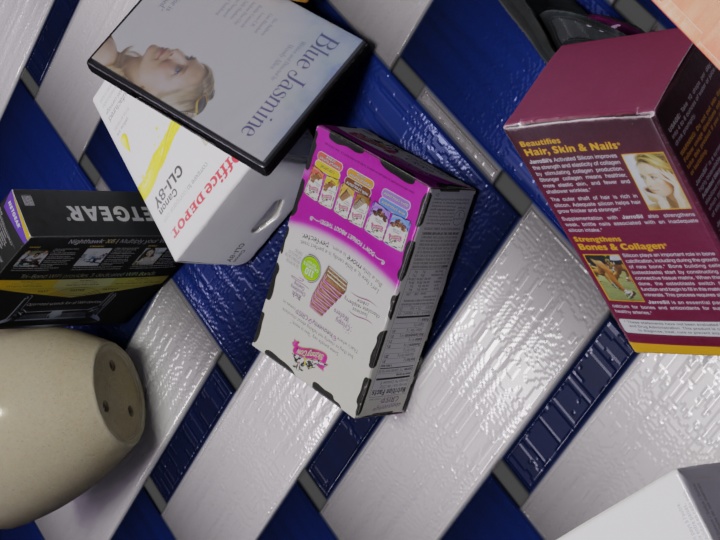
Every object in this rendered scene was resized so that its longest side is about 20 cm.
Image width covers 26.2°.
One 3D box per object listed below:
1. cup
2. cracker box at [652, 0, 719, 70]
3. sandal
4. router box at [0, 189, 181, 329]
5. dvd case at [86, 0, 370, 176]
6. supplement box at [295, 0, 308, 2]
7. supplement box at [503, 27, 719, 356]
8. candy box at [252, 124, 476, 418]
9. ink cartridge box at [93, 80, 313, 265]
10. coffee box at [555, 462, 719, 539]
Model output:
[{"bbox_3d":[-0.290,0.133,1.464,0.143,0.200,0.200,-14,79,17],"label":"cup"},{"bbox_3d":[0.250,-0.145,0.897,0.058,0.200,0.134,-52,57,25],"label":"cracker box"},{"bbox_3d":[0.159,-0.163,1.076,0.200,0.075,0.048,53,129,31],"label":"sandal"},{"bbox_3d":[-0.262,-0.009,1.406,0.157,0.200,0.052,-42,64,36],"label":"router box"},{"bbox_3d":[-0.112,-0.178,1.290,0.200,0.018,0.143,32,73,22],"label":"dvd case"},{"bbox_3d":[-0.104,-0.307,1.330,0.200,0.069,0.067,52,124,40],"label":"supplement box"},{"bbox_3d":[0.192,-0.044,0.962,0.110,0.086,0.200,-1,133,44],"label":"supplement box"},{"bbox_3d":[0.000,0.000,1.245,0.136,0.061,0.200,33,112,39],"label":"candy box"},{"bbox_3d":[-0.137,-0.125,1.363,0.145,0.083,0.200,-49,58,32],"label":"ink cartridge box"},{"bbox_3d":[0.219,0.241,0.933,0.198,0.200,0.200,-40,63,38],"label":"coffee box"}]
